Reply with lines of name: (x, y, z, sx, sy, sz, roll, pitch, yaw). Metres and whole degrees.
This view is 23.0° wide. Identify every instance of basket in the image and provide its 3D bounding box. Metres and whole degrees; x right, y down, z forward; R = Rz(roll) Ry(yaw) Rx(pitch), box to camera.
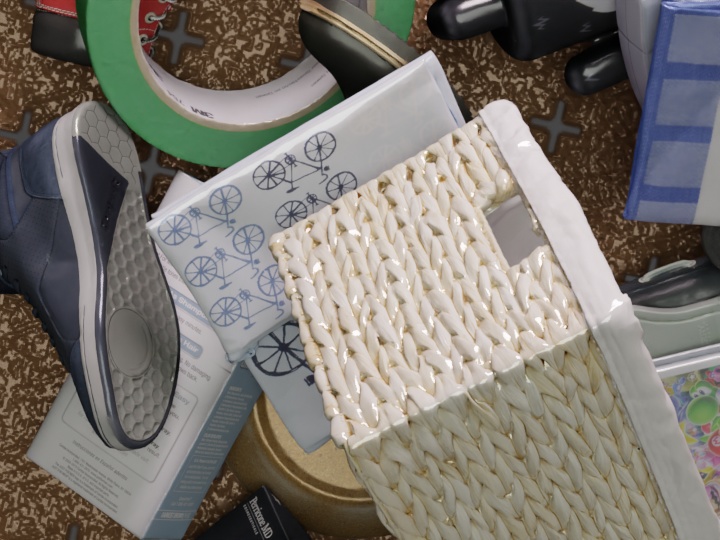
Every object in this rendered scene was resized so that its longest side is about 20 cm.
basket: (0.072, 0.060, 0.953, 0.160, 0.199, 0.201, -27, 129, 5)

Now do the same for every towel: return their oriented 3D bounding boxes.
towel: (0.256, -0.091, 1.016, 0.197, 0.024, 0.148, 1, 119, -6)

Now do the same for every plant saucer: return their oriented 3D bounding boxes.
plant saucer: (0.000, 0.075, 1.123, 0.198, 0.035, 0.203, 0, 95, -3)

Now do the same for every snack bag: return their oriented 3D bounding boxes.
snack bag: (0.000, 0.000, 1.022, 0.187, 0.021, 0.201, -30, 122, -2)

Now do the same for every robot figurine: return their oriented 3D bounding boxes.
robot figurine: (0.129, -0.201, 1.058, 0.198, 0.125, 0.151, -21, 138, -5)

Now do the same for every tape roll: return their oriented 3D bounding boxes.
tape roll: (-0.067, -0.159, 1.046, 0.198, 0.048, 0.202, -9, 123, -14)

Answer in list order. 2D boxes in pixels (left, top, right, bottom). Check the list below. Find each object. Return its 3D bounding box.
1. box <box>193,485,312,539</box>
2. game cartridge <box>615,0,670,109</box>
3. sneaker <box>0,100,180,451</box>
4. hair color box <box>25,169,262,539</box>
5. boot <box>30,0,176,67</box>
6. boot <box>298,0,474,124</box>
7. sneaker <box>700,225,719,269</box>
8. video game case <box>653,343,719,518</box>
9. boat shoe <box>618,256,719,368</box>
box: (-0.067, 0.242, 1.047, 0.141, 0.200, 0.079, -39, 121, 3)
game cartridge: (0.225, -0.134, 1.058, 0.133, 0.042, 0.200, -39, 137, -2)
sneaker: (-0.188, 0.019, 1.053, 0.145, 0.077, 0.205, -19, 74, 30)
hair color box: (-0.111, 0.053, 1.086, 0.098, 0.061, 0.201, 30, 94, 22)
boot: (-0.104, -0.181, 1.085, 0.197, 0.072, 0.146, -1, 105, -5)
boot: (0.005, -0.053, 1.039, 0.139, 0.077, 0.200, -48, 117, -2)
sneaker: (0.299, -0.056, 1.102, 0.199, 0.087, 0.074, -30, 100, 0)
video game case: (0.213, 0.115, 1.119, 0.198, 0.018, 0.145, -13, 119, -2)
boat shoe: (0.193, 0.034, 1.120, 0.197, 0.061, 0.076, -9, 123, -4)
